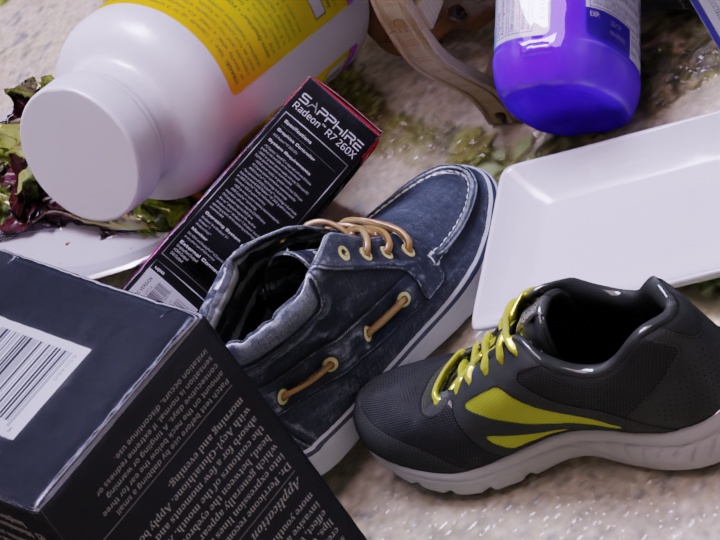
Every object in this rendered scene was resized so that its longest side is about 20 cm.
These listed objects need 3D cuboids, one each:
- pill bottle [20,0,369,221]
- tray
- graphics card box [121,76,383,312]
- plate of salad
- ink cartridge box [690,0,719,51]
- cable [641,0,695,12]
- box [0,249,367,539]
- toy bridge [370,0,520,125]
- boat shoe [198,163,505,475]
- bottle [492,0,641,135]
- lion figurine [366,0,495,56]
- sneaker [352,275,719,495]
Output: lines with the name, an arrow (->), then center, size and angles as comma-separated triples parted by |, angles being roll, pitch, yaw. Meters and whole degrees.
pill bottle -> -0.085, -0.104, 1.444 | 0.104, 0.105, 0.200 | -3, 27, 37
tray -> 0.148, -0.026, 1.294 | 0.199, 0.022, 0.108 | -14, 40, 27
graphics card box -> -0.079, 0.006, 1.370 | 0.200, 0.051, 0.125 | -51, 2, -18
plate of salad -> -0.135, -0.069, 1.534 | 0.199, 0.048, 0.201 | -15, 40, 13
ink cartridge box -> 0.254, -0.133, 1.265 | 0.199, 0.095, 0.037 | -19, 43, 22
cable -> 0.148, -0.152, 1.412 | 0.097, 0.050, 0.200 | -43, 36, -15
box -> -0.093, 0.106, 1.189 | 0.148, 0.200, 0.107 | 16, 59, 47
toy bridge -> 0.029, -0.141, 1.369 | 0.027, 0.200, 0.068 | -5, 47, 32
boat shoe -> 0.000, 0.000, 1.313 | 0.070, 0.091, 0.201 | 10, 49, 35
bottle -> 0.102, -0.171, 1.385 | 0.065, 0.083, 0.202 | -5, 72, 24
lion figurine -> 0.022, -0.178, 1.526 | 0.122, 0.072, 0.201 | -40, 33, 40
sneaker -> 0.076, 0.040, 1.224 | 0.199, 0.085, 0.075 | -9, 42, 32
